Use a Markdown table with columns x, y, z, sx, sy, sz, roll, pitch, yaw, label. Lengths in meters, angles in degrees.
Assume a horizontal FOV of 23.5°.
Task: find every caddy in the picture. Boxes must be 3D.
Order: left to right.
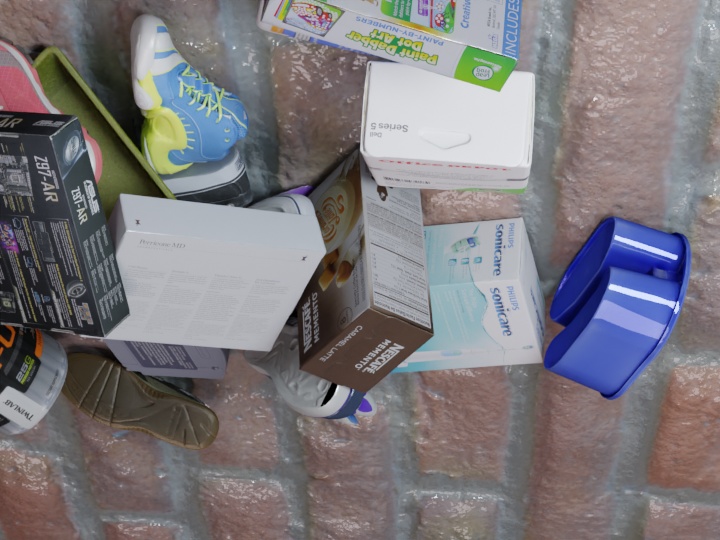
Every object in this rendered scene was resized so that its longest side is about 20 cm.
| x | y | z | sx | sy | sz | roll | pitch | yaw | label |
| --- | --- | --- | --- | --- | --- | --- | --- | --- | --- |
| 0.265 | 0.040 | 1.735 | 0.104 | 0.142 | 0.200 | 20 | 141 | -9 | caddy |

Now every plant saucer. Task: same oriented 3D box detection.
| x | y | z | sx | sy | sz | roll | pitch | yaw | label |
| --- | --- | --- | --- | --- | --- | --- | --- | --- | --- |
| -0.283 | -0.082 | 1.662 | 0.200 | 0.048 | 0.200 | -40 | 87 | 27 | plant saucer |

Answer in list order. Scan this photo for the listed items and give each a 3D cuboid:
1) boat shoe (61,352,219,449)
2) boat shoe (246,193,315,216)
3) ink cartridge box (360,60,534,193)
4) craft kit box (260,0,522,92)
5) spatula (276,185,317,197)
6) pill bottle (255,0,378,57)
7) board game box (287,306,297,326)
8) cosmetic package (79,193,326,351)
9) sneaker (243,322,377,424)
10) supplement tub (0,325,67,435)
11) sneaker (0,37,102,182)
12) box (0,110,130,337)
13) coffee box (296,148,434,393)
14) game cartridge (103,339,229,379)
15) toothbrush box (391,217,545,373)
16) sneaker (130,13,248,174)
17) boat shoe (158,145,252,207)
| x | y | z | sx | sy | sz | roll | pitch | yaw | label |
| --- | --- | --- | --- | --- | --- | --- | --- | --- | --- |
| -0.259 | 0.154 | 2.018 | 0.199 | 0.074 | 0.065 | 26 | 180 | -2 | boat shoe |
| -0.127 | -0.016 | 1.711 | 0.066 | 0.074 | 0.200 | 0 | 155 | -46 | boat shoe |
| 0.080 | -0.123 | 1.529 | 0.144 | 0.085 | 0.200 | 4 | 176 | 4 | ink cartridge box |
| 0.031 | -0.250 | 1.357 | 0.196 | 0.201 | 0.049 | 17 | 143 | -12 | craft kit box |
| -0.045 | -0.017 | 1.806 | 0.056 | 0.021 | 0.201 | -20 | 142 | -1 | spatula |
| 0.019 | -0.235 | 1.450 | 0.198 | 0.113 | 0.112 | 12 | 142 | -7 | pill bottle |
| -0.084 | 0.054 | 1.843 | 0.102 | 0.020 | 0.199 | -20 | 158 | 29 | board game box |
| -0.152 | 0.005 | 1.628 | 0.198 | 0.052 | 0.151 | 6 | 139 | -27 | cosmetic package |
| -0.022 | 0.115 | 1.762 | 0.146 | 0.081 | 0.200 | 29 | 179 | -32 | sneaker |
| -0.433 | 0.087 | 1.918 | 0.122 | 0.123 | 0.200 | -25 | 133 | 34 | supplement tub |
| -0.324 | -0.146 | 1.586 | 0.200 | 0.087 | 0.074 | 44 | 116 | 7 | sneaker |
| -0.302 | -0.043 | 1.546 | 0.159 | 0.044 | 0.201 | 5 | 121 | 29 | box |
| 0.000 | 0.000 | 1.664 | 0.079 | 0.201 | 0.114 | 23 | 134 | -29 | coffee box |
| -0.213 | 0.071 | 1.894 | 0.132 | 0.041 | 0.200 | 6 | 159 | 10 | game cartridge |
| 0.083 | 0.029 | 1.793 | 0.198 | 0.086 | 0.147 | -5 | 141 | 16 | toothbrush box |
| -0.157 | -0.167 | 1.608 | 0.104 | 0.076 | 0.201 | -4 | 149 | -5 | sneaker |
| -0.204 | -0.074 | 1.720 | 0.198 | 0.074 | 0.068 | -12 | 125 | 9 | boat shoe |
